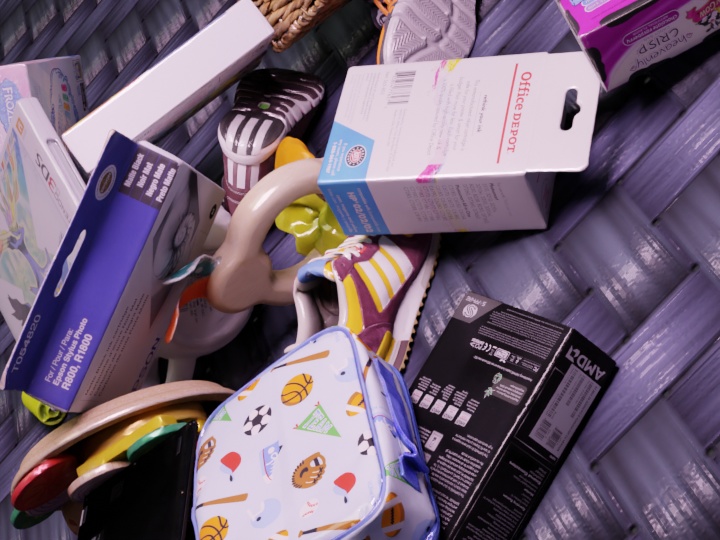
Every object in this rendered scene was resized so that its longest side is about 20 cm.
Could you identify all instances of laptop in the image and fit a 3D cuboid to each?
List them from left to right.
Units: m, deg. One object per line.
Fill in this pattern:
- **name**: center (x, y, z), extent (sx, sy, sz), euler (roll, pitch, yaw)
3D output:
- **laptop**: center (-0.145, 0.245, 1.121), extent (0.200, 0.116, 0.188), euler (-37, 34, 31)

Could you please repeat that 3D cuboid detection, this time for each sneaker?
- **sneaker**: center (-0.089, -0.107, 1.466), extent (0.200, 0.075, 0.116), euler (-57, -22, -60)
- **sneaker**: center (0.000, 0.000, 1.200), extent (0.075, 0.090, 0.201), euler (-25, 41, 40)
- **sneaker**: center (0.045, -0.216, 1.391), extent (0.112, 0.078, 0.201), euler (-23, 31, 48)

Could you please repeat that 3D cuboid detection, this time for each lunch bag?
- **lunch bag**: center (-0.027, 0.136, 1.011), extent (0.160, 0.076, 0.201), euler (-35, 35, 14)

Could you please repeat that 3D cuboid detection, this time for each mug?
- **mug**: center (-0.168, 0.026, 1.383), extent (0.175, 0.146, 0.202), euler (31, 116, 60)

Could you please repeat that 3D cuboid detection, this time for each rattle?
- **rattle**: center (-0.103, -0.036, 1.276), extent (0.199, 0.131, 0.143), euler (-31, 63, -17)

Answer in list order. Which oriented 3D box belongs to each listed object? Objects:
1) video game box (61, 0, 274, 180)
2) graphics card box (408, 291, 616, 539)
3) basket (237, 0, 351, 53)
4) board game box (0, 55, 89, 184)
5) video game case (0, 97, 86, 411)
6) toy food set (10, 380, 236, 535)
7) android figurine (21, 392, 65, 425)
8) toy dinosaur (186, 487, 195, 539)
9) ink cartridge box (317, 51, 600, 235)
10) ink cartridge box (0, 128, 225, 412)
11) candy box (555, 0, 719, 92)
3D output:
- **video game box**: center (-0.170, -0.154, 1.420), extent (0.199, 0.047, 0.182), euler (-38, 1, -7)
- **graphics card box**: center (0.065, 0.118, 1.026), extent (0.201, 0.051, 0.125), euler (-60, 30, -7)
- **basket**: center (-0.038, -0.320, 1.440), extent (0.200, 0.149, 0.143), euler (-41, 2, -39)
- **board game box**: center (-0.290, -0.096, 1.501), extent (0.043, 0.202, 0.199), euler (-7, 9, 4)
- **video game case**: center (-0.265, -0.011, 1.343), extent (0.183, 0.022, 0.201), euler (57, 141, 25)
- **toy food set**: center (-0.177, 0.147, 1.228), extent (0.199, 0.198, 0.049), euler (-32, 69, 20)
- **android figurine**: center (-0.277, 0.062, 1.584), extent (0.183, 0.041, 0.200), euler (-59, 30, -7)
- **toy dinosaur**: center (-0.100, 0.181, 1.165), extent (0.136, 0.101, 0.202), euler (-39, 50, 55)
- **ink cartridge box**: center (0.081, -0.091, 1.160), extent (0.198, 0.068, 0.116), euler (-1, 54, 22)
- **ink cartridge box**: center (-0.175, 0.009, 1.181), extent (0.201, 0.040, 0.200), euler (-66, -11, -1)
- **candy box**: center (0.193, -0.232, 1.137), extent (0.136, 0.061, 0.201), euler (-27, 44, 10)
